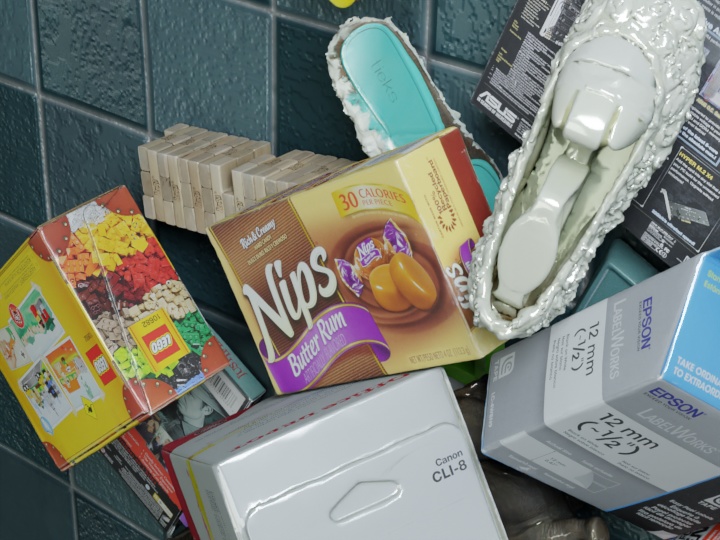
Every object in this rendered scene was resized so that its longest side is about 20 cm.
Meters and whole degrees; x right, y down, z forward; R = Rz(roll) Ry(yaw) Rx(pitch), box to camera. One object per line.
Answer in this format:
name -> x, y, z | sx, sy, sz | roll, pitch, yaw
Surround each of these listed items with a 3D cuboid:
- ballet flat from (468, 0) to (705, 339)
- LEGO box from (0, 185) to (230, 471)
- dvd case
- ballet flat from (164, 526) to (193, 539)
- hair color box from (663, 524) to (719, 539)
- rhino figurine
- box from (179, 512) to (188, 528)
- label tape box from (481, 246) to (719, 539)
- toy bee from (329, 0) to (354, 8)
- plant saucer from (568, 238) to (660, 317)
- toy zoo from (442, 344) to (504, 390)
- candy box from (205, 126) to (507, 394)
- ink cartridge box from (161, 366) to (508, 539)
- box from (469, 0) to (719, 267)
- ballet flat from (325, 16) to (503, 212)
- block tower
ballet flat -> 0.106, -0.050, 0.711 | 0.071, 0.071, 0.202 | 33, 114, 26
LEGO box -> -0.199, 0.048, 1.094 | 0.150, 0.077, 0.200 | 59, 146, 1
dvd case -> -0.161, 0.103, 1.180 | 0.146, 0.022, 0.201 | 47, 136, 15
ballet flat -> -0.095, 0.203, 1.102 | 0.200, 0.046, 0.068 | -38, 52, 41
hair color box -> 0.261, 0.194, 0.808 | 0.199, 0.064, 0.112 | -15, 101, 47
rhino figurine -> 0.111, 0.146, 0.899 | 0.087, 0.060, 0.202 | -10, 116, 36
box -> -0.042, 0.216, 1.114 | 0.200, 0.039, 0.137 | 47, 134, 15
label tape box -> 0.179, 0.067, 0.763 | 0.142, 0.067, 0.199 | 28, 147, -26
toy bee -> 0.014, -0.217, 0.790 | 0.108, 0.132, 0.200 | 28, 136, -26
plant saucer -> 0.135, 0.075, 0.897 | 0.070, 0.019, 0.201 | 42, 134, 20
toy zoo -> 0.041, 0.102, 0.980 | 0.130, 0.020, 0.203 | 25, 126, 42
candy box -> 0.000, 0.000, 0.864 | 0.199, 0.056, 0.118 | -15, 101, 51
ink cartridge box -> -0.018, 0.148, 0.891 | 0.146, 0.144, 0.200 | 69, 165, -2
box -> 0.166, -0.094, 0.758 | 0.200, 0.050, 0.159 | 41, 132, 19
ballet flat -> 0.041, -0.060, 0.892 | 0.071, 0.071, 0.202 | -28, 89, 46
block tower -> -0.066, -0.051, 0.990 | 0.198, 0.058, 0.055 | 15, 120, 38
